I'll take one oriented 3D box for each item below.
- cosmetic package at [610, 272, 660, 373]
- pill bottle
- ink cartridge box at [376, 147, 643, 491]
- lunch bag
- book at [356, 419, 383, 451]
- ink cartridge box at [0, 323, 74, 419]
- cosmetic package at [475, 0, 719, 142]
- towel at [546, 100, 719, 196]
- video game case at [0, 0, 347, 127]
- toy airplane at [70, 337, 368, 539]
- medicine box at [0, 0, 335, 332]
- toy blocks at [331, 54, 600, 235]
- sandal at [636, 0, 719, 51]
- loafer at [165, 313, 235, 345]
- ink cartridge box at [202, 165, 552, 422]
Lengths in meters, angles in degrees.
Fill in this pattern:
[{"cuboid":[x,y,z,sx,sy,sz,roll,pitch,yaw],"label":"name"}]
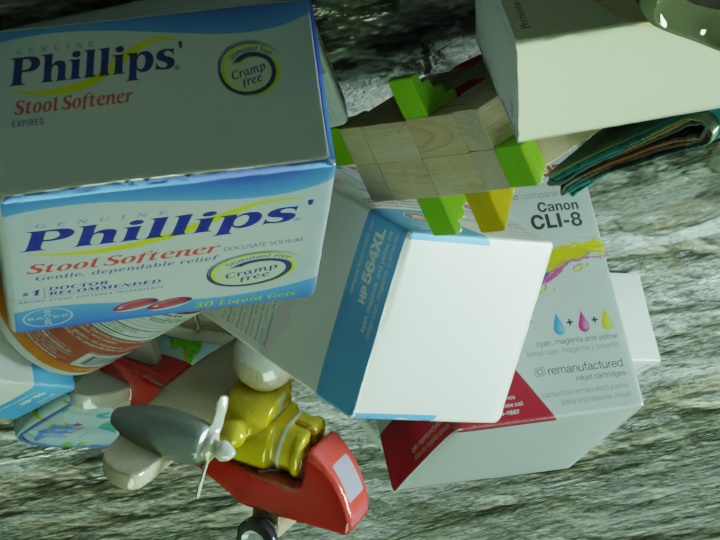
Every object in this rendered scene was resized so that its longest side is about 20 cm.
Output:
[{"cuboid":[0.133,0.053,2.142,0.199,0.085,0.107,3,155,-38],"label":"cosmetic package"},{"cuboid":[-0.141,-0.016,1.675,0.112,0.113,0.200,4,157,-43],"label":"pill bottle"},{"cuboid":[0.086,0.031,1.836,0.144,0.201,0.145,-7,160,-20],"label":"ink cartridge box"},{"cuboid":[-0.169,0.072,1.994,0.160,0.083,0.200,0,160,-38],"label":"lunch bag"},{"cuboid":[0.050,0.061,2.029,0.200,0.134,0.048,-27,-164,44],"label":"book"},{"cuboid":[-0.286,0.028,1.705,0.068,0.117,0.199,-25,160,35],"label":"ink cartridge box"},{"cuboid":[0.170,-0.143,1.461,0.199,0.104,0.073,-10,131,-8],"label":"cosmetic package"},{"cuboid":[0.214,-0.115,1.561,0.200,0.022,0.146,-39,-169,-36],"label":"towel"},{"cuboid":[-0.117,-0.106,1.500,0.199,0.022,0.182,-11,160,5],"label":"video game case"},{"cuboid":[-0.093,0.083,1.781,0.198,0.201,0.141,12,129,-27],"label":"toy airplane"},{"cuboid":[-0.114,-0.055,1.456,0.181,0.104,0.200,-7,160,-7],"label":"medicine box"},{"cuboid":[0.086,-0.097,1.567,0.136,0.100,0.200,-33,-165,-28],"label":"toy blocks"},{"cuboid":[0.227,-0.128,1.372,0.200,0.057,0.080,2,132,-35],"label":"sandal"},{"cuboid":[-0.064,0.022,1.917,0.199,0.074,0.071,2,158,-41],"label":"loafer"},{"cuboid":[0.000,0.000,1.692,0.128,0.126,0.200,4,-160,-41],"label":"ink cartridge box"}]
